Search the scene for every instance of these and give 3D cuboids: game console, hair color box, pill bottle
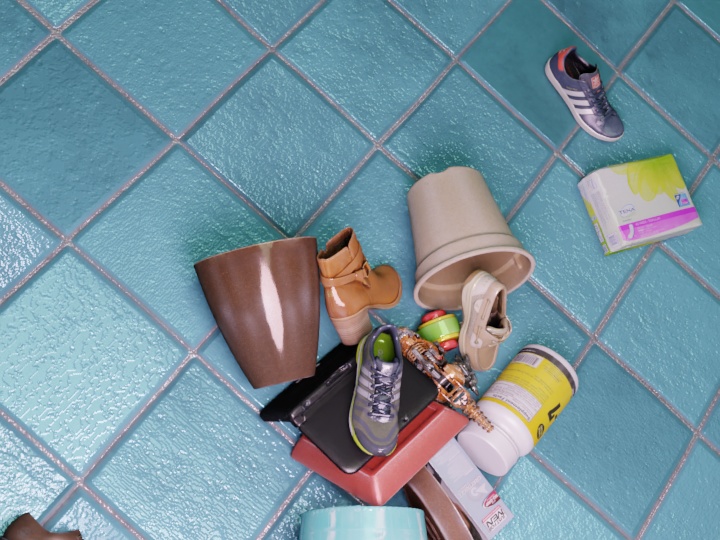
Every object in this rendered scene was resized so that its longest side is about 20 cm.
[{"bbox_3d":[-0.019,0.196,1.582,0.200,0.176,0.116,-38,102,-28],"label":"game console"},{"bbox_3d":[0.133,0.318,1.623,0.061,0.099,0.200,-36,86,-27],"label":"hair color box"},{"bbox_3d":[0.249,0.222,1.695,0.114,0.114,0.200,45,63,-1],"label":"pill bottle"}]

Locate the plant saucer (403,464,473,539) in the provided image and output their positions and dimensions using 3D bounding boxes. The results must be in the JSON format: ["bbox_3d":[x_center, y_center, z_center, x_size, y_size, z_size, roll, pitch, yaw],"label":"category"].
[{"bbox_3d":[0.115,0.369,1.548,0.034,0.200,0.200,-28,83,-13],"label":"plant saucer"}]

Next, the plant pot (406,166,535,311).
[{"bbox_3d":[0.161,-0.061,1.735,0.200,0.200,0.184,-4,62,-22],"label":"plant pot"}]

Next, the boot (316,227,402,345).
[{"bbox_3d":[0.000,0.000,1.641,0.200,0.074,0.155,-58,137,-54],"label":"boot"}]

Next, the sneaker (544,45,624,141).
[{"bbox_3d":[0.429,-0.331,1.983,0.075,0.085,0.200,-40,89,-28],"label":"sneaker"}]

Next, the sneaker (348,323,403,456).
[{"bbox_3d":[0.025,0.163,1.500,0.074,0.081,0.200,4,60,-9],"label":"sneaker"}]

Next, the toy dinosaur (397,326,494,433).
[{"bbox_3d":[0.123,0.172,1.628,0.102,0.136,0.200,-24,69,8],"label":"toy dinosaur"}]

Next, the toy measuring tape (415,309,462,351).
[{"bbox_3d":[0.161,0.090,1.735,0.200,0.074,0.074,-15,77,-25],"label":"toy measuring tape"}]

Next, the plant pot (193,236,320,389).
[{"bbox_3d":[-0.133,0.068,1.581,0.187,0.187,0.200,-12,85,-24],"label":"plant pot"}]

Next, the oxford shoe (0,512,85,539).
[{"bbox_3d":[-0.381,0.389,1.416,0.200,0.073,0.084,36,61,-6],"label":"oxford shoe"}]

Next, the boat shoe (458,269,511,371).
[{"bbox_3d":[0.202,0.091,1.687,0.065,0.200,0.072,29,49,36],"label":"boat shoe"}]

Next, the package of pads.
[{"bbox_3d":[0.509,-0.125,1.948,0.200,0.068,0.155,-15,77,-25],"label":"package of pads"}]

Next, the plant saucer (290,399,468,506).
[{"bbox_3d":[0.023,0.235,1.569,0.200,0.200,0.037,-38,128,-28],"label":"plant saucer"}]

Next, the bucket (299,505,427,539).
[{"bbox_3d":[0.004,0.406,1.489,0.207,0.207,0.135,6,69,-19],"label":"bucket"}]
